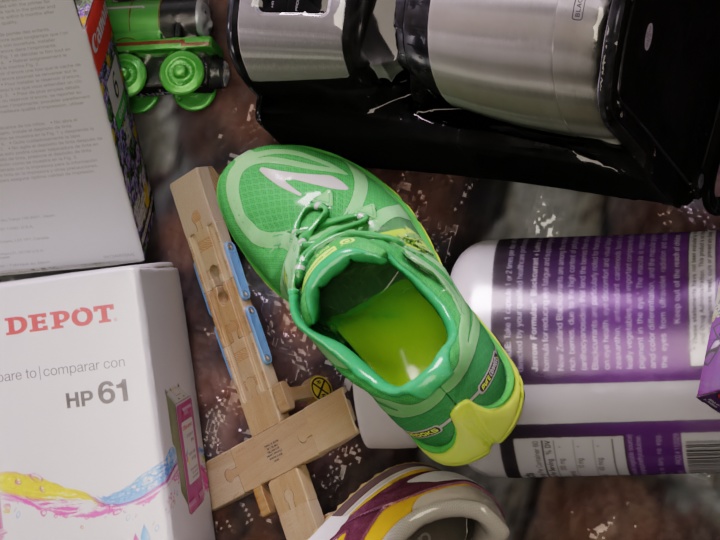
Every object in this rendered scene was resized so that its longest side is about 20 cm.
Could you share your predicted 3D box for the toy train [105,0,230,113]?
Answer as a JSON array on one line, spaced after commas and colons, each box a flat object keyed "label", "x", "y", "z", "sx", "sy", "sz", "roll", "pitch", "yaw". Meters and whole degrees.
[{"label": "toy train", "x": -0.161, "y": -0.105, "z": 1.395, "sx": 0.200, "sy": 0.042, "sz": 0.057, "roll": -3, "pitch": 77, "yaw": 9}]

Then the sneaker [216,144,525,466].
[{"label": "sneaker", "x": 0.000, "y": 0.000, "z": 1.250, "sx": 0.074, "sy": 0.084, "sz": 0.200, "roll": -43, "pitch": 53, "yaw": -1}]

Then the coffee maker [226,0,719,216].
[{"label": "coffee maker", "x": 0.060, "y": -0.091, "z": 1.302, "sx": 0.200, "sy": 0.192, "sz": 0.135, "roll": 9, "pitch": 51, "yaw": 28}]

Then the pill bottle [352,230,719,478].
[{"label": "pill bottle", "x": 0.100, "y": 0.039, "z": 1.311, "sx": 0.200, "sy": 0.111, "sz": 0.112, "roll": -2, "pitch": 88, "yaw": 9}]

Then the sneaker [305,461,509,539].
[{"label": "sneaker", "x": -0.015, "y": 0.168, "z": 1.278, "sx": 0.075, "sy": 0.090, "sz": 0.200, "roll": 42, "pitch": 81, "yaw": -15}]

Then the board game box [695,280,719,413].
[{"label": "board game box", "x": 0.212, "y": -0.007, "z": 1.258, "sx": 0.120, "sy": 0.032, "sz": 0.200, "roll": 31, "pitch": 59, "yaw": -29}]

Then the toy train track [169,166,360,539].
[{"label": "toy train track", "x": -0.044, "y": 0.045, "z": 1.371, "sx": 0.115, "sy": 0.032, "sz": 0.200, "roll": -30, "pitch": 75, "yaw": 43}]

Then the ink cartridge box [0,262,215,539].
[{"label": "ink cartridge box", "x": -0.151, "y": 0.101, "z": 1.361, "sx": 0.144, "sy": 0.085, "sz": 0.200, "roll": -8, "pitch": 87, "yaw": 11}]

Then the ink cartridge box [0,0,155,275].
[{"label": "ink cartridge box", "x": -0.170, "y": -0.092, "z": 1.336, "sx": 0.109, "sy": 0.050, "sz": 0.200, "roll": -5, "pitch": 124, "yaw": 9}]
